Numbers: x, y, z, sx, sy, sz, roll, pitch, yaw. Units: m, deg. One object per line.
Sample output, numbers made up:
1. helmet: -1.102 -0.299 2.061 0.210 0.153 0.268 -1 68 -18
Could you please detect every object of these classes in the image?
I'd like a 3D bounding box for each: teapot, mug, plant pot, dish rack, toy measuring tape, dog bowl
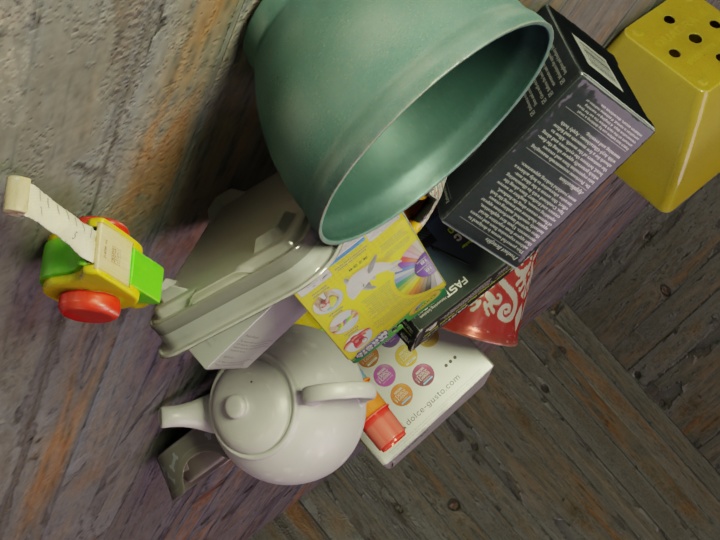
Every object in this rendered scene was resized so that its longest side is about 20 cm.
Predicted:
1. teapot: -0.096 0.151 1.378 0.201 0.197 0.146 -56 152 13
2. mug: 0.142 -0.026 1.542 0.133 0.176 0.201 -34 141 -81
3. plant pot: 0.007 -0.133 0.801 0.200 0.134 0.200 -40 167 -11
4. plant pot: 0.405 -0.235 1.577 0.200 0.200 0.177 -35 156 -27
5. dish rack: -0.075 -0.029 0.915 0.171 0.044 0.200 -26 -157 27
6. toy measuring tape: -0.194 -0.012 0.798 0.073 0.074 0.200 -41 154 2
7. dog bowl: -0.173 0.211 1.563 0.200 0.059 0.200 -36 177 -2

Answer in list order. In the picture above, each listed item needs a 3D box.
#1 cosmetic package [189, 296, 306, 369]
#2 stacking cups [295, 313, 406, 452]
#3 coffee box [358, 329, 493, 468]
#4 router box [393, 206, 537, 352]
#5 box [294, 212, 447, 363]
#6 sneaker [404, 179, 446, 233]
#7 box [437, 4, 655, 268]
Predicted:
1. cosmetic package: -0.078 -0.002 1.129 0.200 0.081 0.113 -44 167 7
2. stacking cups: -0.021 0.128 1.466 0.060 0.200 0.061 -37 165 -11
3. coffee box: 0.045 0.136 1.707 0.199 0.198 0.200 -41 170 -4
4. router box: 0.083 -0.031 1.355 0.200 0.150 0.062 -37 165 -20
5. box: 0.000 0.000 1.064 0.117 0.048 0.200 -37 143 -1
6. sneaker: 0.053 -0.104 1.064 0.201 0.077 0.083 93 10 -51
7. box: 0.169 -0.132 1.213 0.200 0.107 0.149 -46 -151 25
